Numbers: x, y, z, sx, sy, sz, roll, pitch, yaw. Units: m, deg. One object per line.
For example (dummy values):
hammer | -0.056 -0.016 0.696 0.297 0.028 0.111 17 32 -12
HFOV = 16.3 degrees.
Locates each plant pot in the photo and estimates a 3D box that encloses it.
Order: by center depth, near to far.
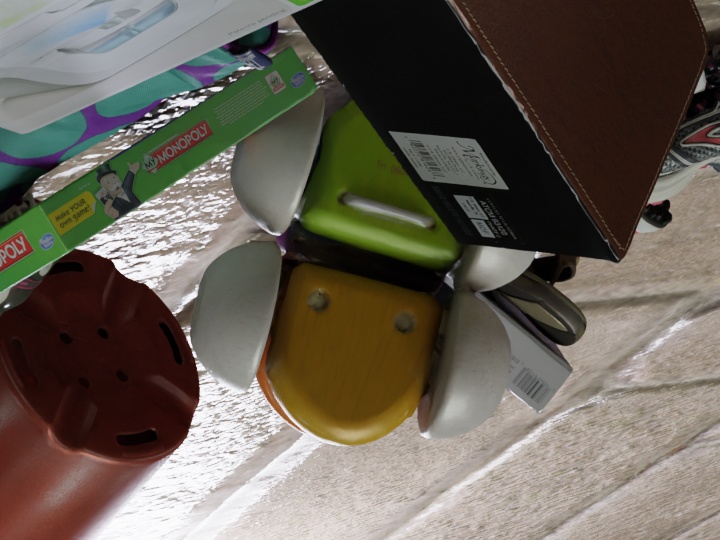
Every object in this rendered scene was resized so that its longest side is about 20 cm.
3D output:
plant pot | -0.212 0.097 1.551 0.200 0.202 0.195 2 148 -43

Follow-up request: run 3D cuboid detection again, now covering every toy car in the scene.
toy car | 0.000 0.000 1.407 0.174 0.202 0.150 15 172 -7

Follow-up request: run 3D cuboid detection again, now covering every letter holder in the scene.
letter holder | 0.069 -0.123 1.177 0.100 0.143 0.200 7 149 37

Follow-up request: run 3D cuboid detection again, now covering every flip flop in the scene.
flip flop | 0.102 -0.014 1.543 0.058 0.081 0.200 -45 -164 9

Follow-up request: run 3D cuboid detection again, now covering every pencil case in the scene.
pencil case | -0.128 -0.097 1.178 0.199 0.086 0.092 -26 145 32

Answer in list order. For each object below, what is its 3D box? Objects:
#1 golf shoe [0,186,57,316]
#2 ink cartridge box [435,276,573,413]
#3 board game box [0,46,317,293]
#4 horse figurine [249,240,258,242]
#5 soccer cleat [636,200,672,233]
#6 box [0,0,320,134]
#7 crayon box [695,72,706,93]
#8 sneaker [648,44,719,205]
golf shoe | -0.213 -0.027 1.371 0.088 0.077 0.200 -32 168 -8
ink cartridge box | 0.075 0.028 1.576 0.039 0.099 0.200 -51 -174 6
board game box | -0.126 -0.041 1.280 0.134 0.029 0.200 -29 -174 45
horse figurine | 0.007 -0.031 1.547 0.131 0.050 0.200 -5 156 -16
soccer cleat | 0.129 -0.054 1.559 0.073 0.069 0.200 -16 165 24
box | -0.117 -0.149 1.014 0.199 0.097 0.176 -21 164 22
crayon box | 0.113 -0.132 1.327 0.126 0.051 0.200 -17 163 6
sneaker | 0.195 -0.097 1.478 0.199 0.081 0.075 -14 147 -28
